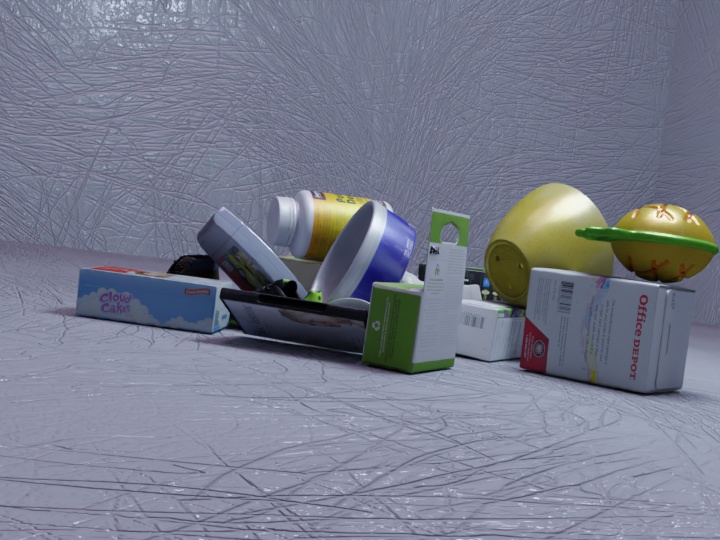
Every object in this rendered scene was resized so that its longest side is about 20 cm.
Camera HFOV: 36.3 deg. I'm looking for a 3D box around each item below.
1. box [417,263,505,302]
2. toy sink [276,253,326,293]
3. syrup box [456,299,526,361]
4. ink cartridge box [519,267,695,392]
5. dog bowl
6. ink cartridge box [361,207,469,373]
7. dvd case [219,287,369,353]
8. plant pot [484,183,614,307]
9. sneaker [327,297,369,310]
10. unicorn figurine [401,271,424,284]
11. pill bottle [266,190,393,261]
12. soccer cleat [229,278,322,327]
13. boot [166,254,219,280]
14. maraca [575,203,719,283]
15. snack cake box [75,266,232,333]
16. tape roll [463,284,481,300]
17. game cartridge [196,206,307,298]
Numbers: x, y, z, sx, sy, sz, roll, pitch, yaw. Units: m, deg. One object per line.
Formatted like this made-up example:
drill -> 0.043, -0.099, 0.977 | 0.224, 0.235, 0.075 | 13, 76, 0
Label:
box -> 0.217, 0.058, 2.097 | 0.196, 0.127, 0.148 | 7, 2, 19
toy sink -> -0.085, 0.032, 1.869 | 0.128, 0.114, 0.199 | 9, 2, 21
syrup box -> 0.207, 0.091, 1.709 | 0.077, 0.083, 0.199 | 12, 4, 27
ink cartridge box -> 0.349, 0.082, 1.550 | 0.197, 0.148, 0.143 | 10, 3, 38
dog bowl -> 0.000, 0.000, 1.662 | 0.078, 0.202, 0.200 | 30, -4, -14
ink cartridge box -> 0.076, 0.022, 1.416 | 0.074, 0.204, 0.147 | 8, 2, 26
dvd case -> -0.077, 0.069, 1.450 | 0.196, 0.018, 0.143 | 9, -21, 12
plant pot -> 0.276, -0.021, 1.725 | 0.140, 0.204, 0.198 | -20, 18, -35
sneaker -> 0.031, 0.088, 1.557 | 0.196, 0.072, 0.080 | 10, -14, -10
unicorn figurine -> 0.083, 0.040, 1.697 | 0.197, 0.075, 0.137 | 10, 14, -29
pill bottle -> -0.050, -0.070, 1.798 | 0.196, 0.112, 0.109 | 6, 2, -20
soccer cleat -> -0.131, 0.050, 1.605 | 0.197, 0.083, 0.067 | 9, 2, 36
boot -> -0.295, 0.017, 1.704 | 0.074, 0.099, 0.198 | 8, 2, 39
maraca -> 0.401, -0.041, 1.534 | 0.196, 0.109, 0.137 | 8, -6, -6
snack cake box -> -0.289, 0.039, 1.555 | 0.196, 0.069, 0.115 | 7, 4, 4
tape roll -> 0.113, 0.063, 1.894 | 0.199, 0.038, 0.203 | -11, -6, -1
game cartridge -> -0.163, -0.004, 1.676 | 0.200, 0.041, 0.133 | 46, -28, -5
